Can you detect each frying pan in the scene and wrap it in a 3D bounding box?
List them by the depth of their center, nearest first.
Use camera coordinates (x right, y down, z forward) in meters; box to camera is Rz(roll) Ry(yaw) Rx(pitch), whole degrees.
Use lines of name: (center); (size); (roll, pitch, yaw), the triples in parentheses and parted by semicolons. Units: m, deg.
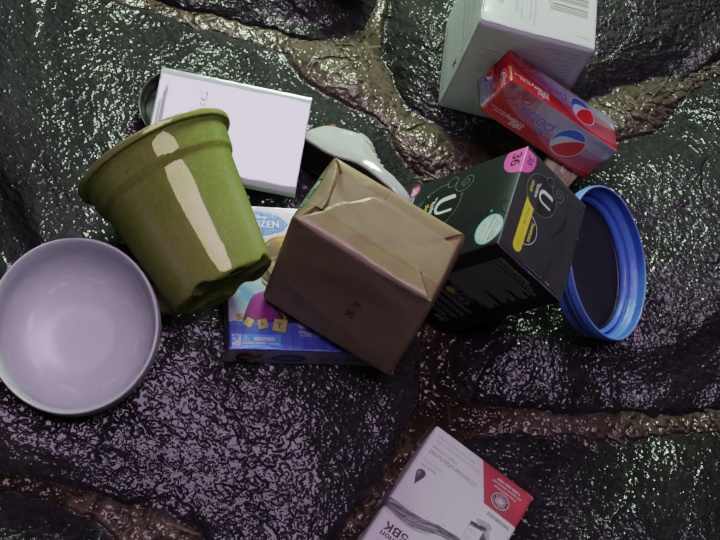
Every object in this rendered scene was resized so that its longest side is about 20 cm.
frying pan: (-0.200, -0.208, 1.678); (0.187, 0.031, 0.116); (7, 64, -14)

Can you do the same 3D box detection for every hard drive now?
hard drive: (-0.170, -0.178, 1.634); (0.197, 0.027, 0.134); (11, 76, -4)

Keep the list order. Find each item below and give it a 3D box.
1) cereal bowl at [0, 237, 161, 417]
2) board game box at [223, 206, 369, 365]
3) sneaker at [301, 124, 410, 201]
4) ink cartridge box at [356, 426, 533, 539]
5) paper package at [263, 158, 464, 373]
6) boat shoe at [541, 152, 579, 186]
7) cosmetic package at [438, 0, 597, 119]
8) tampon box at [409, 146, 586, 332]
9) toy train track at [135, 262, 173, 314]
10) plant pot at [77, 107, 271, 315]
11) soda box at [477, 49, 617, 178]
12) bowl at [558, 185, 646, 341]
cereal bowl: (-0.322, 0.069, 1.452); (0.197, 0.083, 0.203); (0, 77, -1)
board game box: (-0.074, 0.018, 1.588); (0.197, 0.041, 0.202); (2, 62, -15)
sneaker: (0.007, -0.139, 1.653); (0.084, 0.073, 0.199); (-30, 54, -33)
ink cartridge box: (0.085, 0.307, 1.454); (0.146, 0.083, 0.201); (35, 59, 4)
paper package: (0.000, 0.000, 1.479); (0.189, 0.201, 0.104); (30, 58, 2)
boat shoe: (0.247, -0.085, 1.718); (0.065, 0.072, 0.201); (32, 52, -2)
cosmetic package: (0.218, -0.330, 1.762); (0.164, 0.200, 0.169); (12, 60, -8)
tampon box: (0.153, -0.035, 1.568); (0.126, 0.199, 0.151); (39, 53, -28)
toy train track: (-0.252, -0.043, 1.576); (0.113, 0.033, 0.202); (-2, 63, -17)
plant pot: (-0.200, -0.057, 1.485); (0.199, 0.200, 0.186); (-26, 80, -26)
soda box: (0.253, -0.208, 1.706); (0.199, 0.070, 0.064); (28, 43, -26)
bowl: (0.308, -0.008, 1.651); (0.199, 0.039, 0.204); (12, 74, -48)
